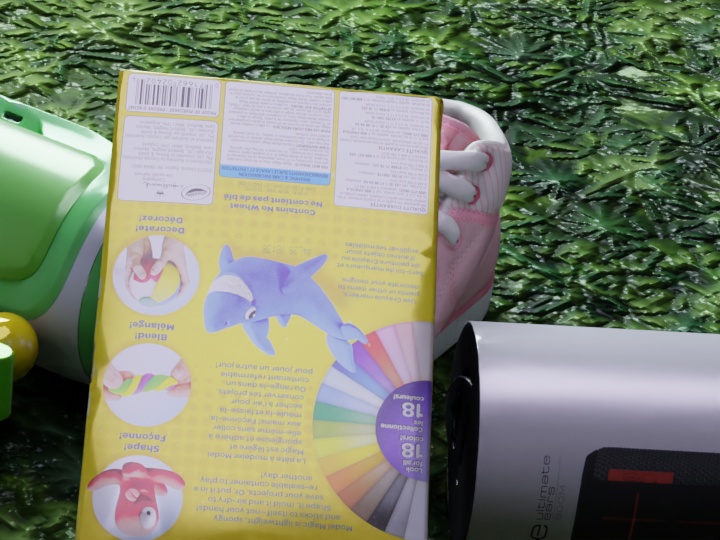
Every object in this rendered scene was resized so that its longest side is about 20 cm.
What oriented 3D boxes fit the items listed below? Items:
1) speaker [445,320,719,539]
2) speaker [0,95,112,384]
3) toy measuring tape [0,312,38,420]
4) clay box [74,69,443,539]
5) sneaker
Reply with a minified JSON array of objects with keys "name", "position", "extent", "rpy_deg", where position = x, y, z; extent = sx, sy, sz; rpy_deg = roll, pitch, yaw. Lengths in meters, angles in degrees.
[{"name":"speaker","position":[0.129,0.061,0.901],"extent":[0.199,0.082,0.081],"rpy_deg":[4,29,-6]},{"name":"speaker","position":[-0.151,-0.023,0.988],"extent":[0.199,0.089,0.088],"rpy_deg":[21,33,24]},{"name":"toy measuring tape","position":[-0.203,0.040,0.885],"extent":[0.199,0.074,0.074],"rpy_deg":[-13,35,-31]},{"name":"clay box","position":[-0.033,0.034,0.877],"extent":[0.114,0.048,0.201],"rpy_deg":[5,66,-3]},{"name":"sneaker","position":[0.000,0.000,0.960],"extent":[0.075,0.105,0.200],"rpy_deg":[18,33,17]}]
